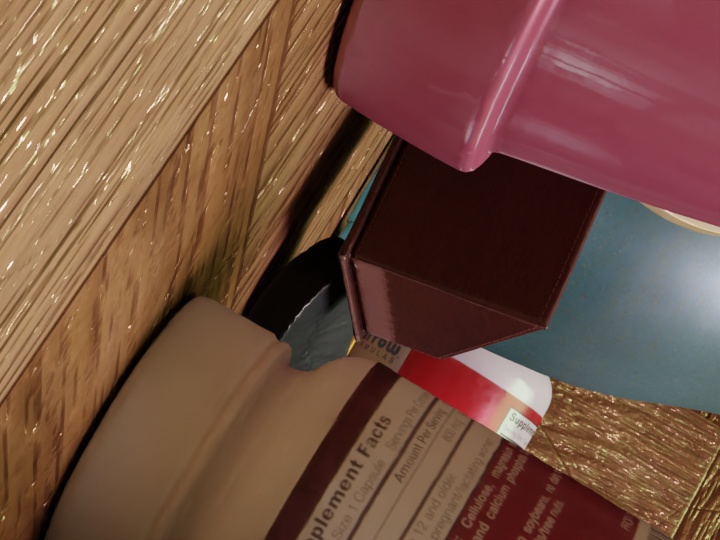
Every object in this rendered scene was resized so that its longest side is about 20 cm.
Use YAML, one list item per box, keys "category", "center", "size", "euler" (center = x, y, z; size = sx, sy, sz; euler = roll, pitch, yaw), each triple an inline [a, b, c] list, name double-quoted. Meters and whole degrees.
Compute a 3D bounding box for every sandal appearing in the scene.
- category: "sandal"
  center: [-0.029, 0.069, 0.938]
  size: [0.075, 0.048, 0.201]
  euler: [-39, 160, -33]

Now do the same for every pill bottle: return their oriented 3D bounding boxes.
- category: "pill bottle"
  center: [0.012, 0.098, 0.734]
  size: [0.114, 0.199, 0.114]
  euler: [-59, 174, -10]
- category: "pill bottle"
  center: [0.030, 0.082, 1.284]
  size: [0.201, 0.112, 0.112]
  euler: [-60, 175, -4]

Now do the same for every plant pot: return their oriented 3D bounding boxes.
- category: "plant pot"
  center: [0.142, -0.025, 1.122]
  size: [0.201, 0.187, 0.200]
  euler: [-62, -177, 6]
- category: "plant pot"
  center: [0.115, -0.098, 0.763]
  size: [0.201, 0.179, 0.200]
  euler: [-60, 176, -8]

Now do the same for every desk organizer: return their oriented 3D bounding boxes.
- category: "desk organizer"
  center: [0.069, -0.061, 0.885]
  size: [0.072, 0.077, 0.201]
  euler: [79, 33, -64]

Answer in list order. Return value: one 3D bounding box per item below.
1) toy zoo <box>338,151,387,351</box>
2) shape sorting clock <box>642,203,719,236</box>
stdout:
- category: "toy zoo"
  center: [0.000, 0.000, 1.056]
  size: [0.200, 0.020, 0.131]
  euler: [-59, 175, -12]
- category: "shape sorting clock"
  center: [0.152, -0.114, 1.016]
  size: [0.039, 0.200, 0.200]
  euler: [-16, -146, 51]
